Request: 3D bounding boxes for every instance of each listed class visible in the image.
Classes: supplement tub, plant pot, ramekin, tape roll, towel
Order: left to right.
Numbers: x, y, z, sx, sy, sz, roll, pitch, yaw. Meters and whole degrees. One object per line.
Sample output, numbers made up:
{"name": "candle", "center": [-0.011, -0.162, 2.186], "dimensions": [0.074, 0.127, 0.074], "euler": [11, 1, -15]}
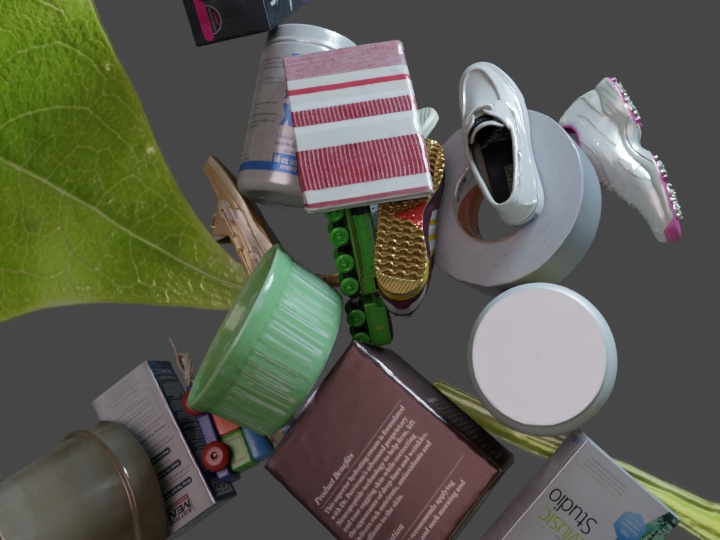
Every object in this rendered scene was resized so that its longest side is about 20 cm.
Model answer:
{"name": "plant pot", "center": [-0.354, 0.299, 0.856], "dimensions": [0.197, 0.172, 0.205], "euler": [6, 101, 36]}
{"name": "ramekin", "center": [-0.101, 0.082, 0.812], "dimensions": [0.097, 0.200, 0.202], "euler": [30, 91, -13]}
{"name": "supplement tub", "center": [-0.075, -0.182, 0.909], "dimensions": [0.129, 0.132, 0.205], "euler": [8, 84, 17]}
{"name": "towel", "center": [-0.005, -0.160, 0.803], "dimensions": [0.141, 0.023, 0.204], "euler": [-9, 67, -2]}
{"name": "tape roll", "center": [0.164, -0.074, 0.822], "dimensions": [0.197, 0.066, 0.205], "euler": [-12, 69, 33]}
{"name": "supplement tub", "center": [0.185, 0.093, 0.748], "dimensions": [0.141, 0.200, 0.148], "euler": [-3, 80, 16]}

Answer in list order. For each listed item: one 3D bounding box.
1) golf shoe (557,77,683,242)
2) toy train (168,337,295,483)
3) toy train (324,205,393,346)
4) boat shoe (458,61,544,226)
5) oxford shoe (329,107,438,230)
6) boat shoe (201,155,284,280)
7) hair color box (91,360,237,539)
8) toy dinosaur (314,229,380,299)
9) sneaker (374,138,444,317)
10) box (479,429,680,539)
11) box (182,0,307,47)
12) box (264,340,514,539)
{"name": "golf shoe", "center": [0.292, -0.114, 0.825], "dimensions": [0.090, 0.075, 0.203], "euler": [-27, 68, 22]}
{"name": "toy train", "center": [-0.159, 0.148, 0.914], "dimensions": [0.114, 0.085, 0.203], "euler": [-24, 70, -3]}
{"name": "toy train", "center": [0.000, 0.000, 0.831], "dimensions": [0.055, 0.042, 0.204], "euler": [-11, 114, -2]}
{"name": "boat shoe", "center": [0.139, -0.144, 0.777], "dimensions": [0.071, 0.065, 0.204], "euler": [-20, 65, 30]}
{"name": "oxford shoe", "center": [0.036, -0.113, 0.907], "dimensions": [0.202, 0.057, 0.075], "euler": [-56, 27, -6]}
{"name": "boat shoe", "center": [-0.160, -0.057, 0.944], "dimensions": [0.069, 0.074, 0.202], "euler": [-35, 73, 4]}
{"name": "hair color box", "center": [-0.251, 0.227, 0.932], "dimensions": [0.099, 0.060, 0.202], "euler": [-35, 73, 11]}
{"name": "toy dinosaur", "center": [0.025, -0.019, 0.861], "dimensions": [0.200, 0.101, 0.059], "euler": [-43, 31, 12]}
{"name": "sneaker", "center": [0.052, -0.049, 0.808], "dimensions": [0.073, 0.091, 0.204], "euler": [9, 64, 9]}
{"name": "box", "center": [0.216, 0.287, 0.763], "dimensions": [0.144, 0.036, 0.201], "euler": [39, 95, -10]}
{"name": "box", "center": [-0.145, -0.372, 0.912], "dimensions": [0.104, 0.201, 0.124], "euler": [-6, 119, 15]}
{"name": "box", "center": [0.039, 0.206, 0.793], "dimensions": [0.199, 0.164, 0.167], "euler": [39, 94, 19]}
